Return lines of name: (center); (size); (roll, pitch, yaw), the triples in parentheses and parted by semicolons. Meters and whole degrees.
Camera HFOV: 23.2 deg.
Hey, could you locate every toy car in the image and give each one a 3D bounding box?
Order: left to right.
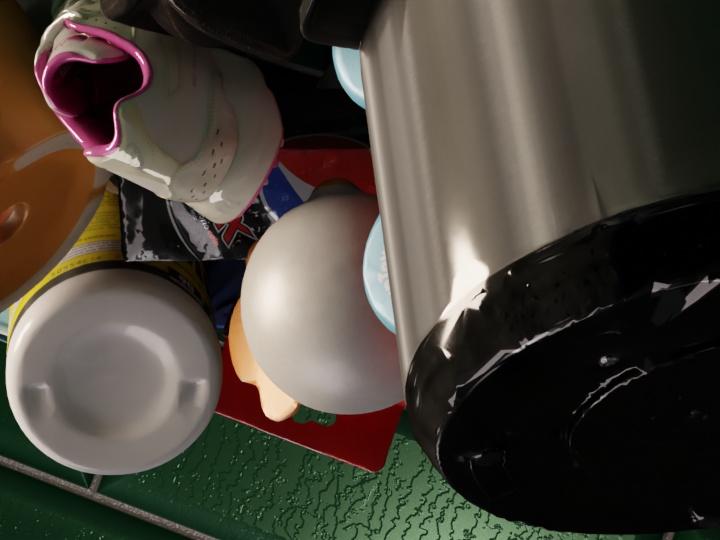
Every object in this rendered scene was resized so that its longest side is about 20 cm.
toy car: (0.012, -0.012, 0.748); (0.199, 0.178, 0.184); (-18, 161, 31)

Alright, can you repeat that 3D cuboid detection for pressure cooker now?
pressure cooker: (0.089, -0.044, 0.507); (0.177, 0.201, 0.176); (-20, 148, 20)

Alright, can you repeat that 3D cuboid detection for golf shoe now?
golf shoe: (-0.108, -0.104, 0.778); (0.091, 0.076, 0.200); (9, -147, -42)

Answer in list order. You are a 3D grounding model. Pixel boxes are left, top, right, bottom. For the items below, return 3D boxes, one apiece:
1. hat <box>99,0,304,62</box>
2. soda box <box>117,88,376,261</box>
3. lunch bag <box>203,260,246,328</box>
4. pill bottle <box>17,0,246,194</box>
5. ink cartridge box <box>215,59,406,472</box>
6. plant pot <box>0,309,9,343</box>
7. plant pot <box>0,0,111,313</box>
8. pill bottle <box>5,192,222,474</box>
hat: (-0.063, -0.129, 0.693); (0.199, 0.082, 0.201); (21, 172, 3)
soda box: (-0.020, -0.048, 0.868); (0.198, 0.064, 0.071); (-1, -148, -4)
lunch bag: (-0.042, -0.032, 1.090); (0.135, 0.134, 0.200); (-2, 178, -15)
pill bottle: (-0.163, -0.106, 0.985); (0.199, 0.113, 0.112); (12, 169, 43)
ink cartridge box: (0.000, 0.000, 0.957); (0.115, 0.202, 0.067); (21, 174, -7)
plant pot: (-0.202, -0.010, 1.439); (0.199, 0.189, 0.200); (20, 171, 3)
plant pot: (-0.222, -0.075, 0.825); (0.183, 0.200, 0.200); (41, 178, 15)
pill bottle: (-0.140, 0.018, 0.979); (0.114, 0.115, 0.200); (23, -162, -19)
